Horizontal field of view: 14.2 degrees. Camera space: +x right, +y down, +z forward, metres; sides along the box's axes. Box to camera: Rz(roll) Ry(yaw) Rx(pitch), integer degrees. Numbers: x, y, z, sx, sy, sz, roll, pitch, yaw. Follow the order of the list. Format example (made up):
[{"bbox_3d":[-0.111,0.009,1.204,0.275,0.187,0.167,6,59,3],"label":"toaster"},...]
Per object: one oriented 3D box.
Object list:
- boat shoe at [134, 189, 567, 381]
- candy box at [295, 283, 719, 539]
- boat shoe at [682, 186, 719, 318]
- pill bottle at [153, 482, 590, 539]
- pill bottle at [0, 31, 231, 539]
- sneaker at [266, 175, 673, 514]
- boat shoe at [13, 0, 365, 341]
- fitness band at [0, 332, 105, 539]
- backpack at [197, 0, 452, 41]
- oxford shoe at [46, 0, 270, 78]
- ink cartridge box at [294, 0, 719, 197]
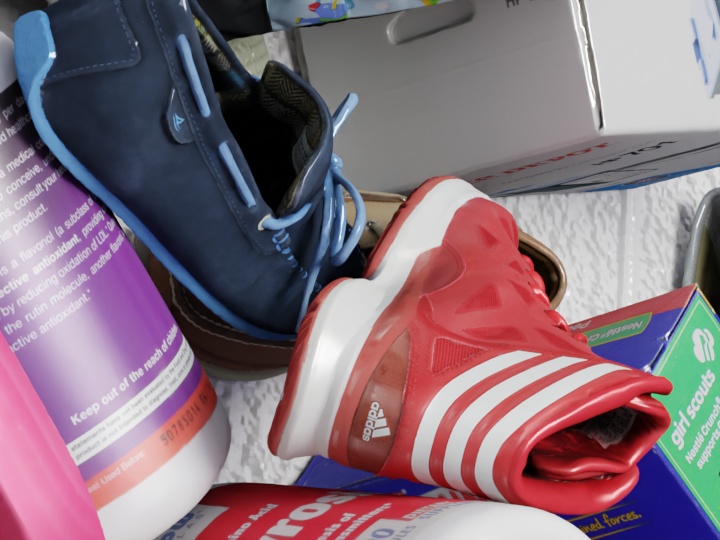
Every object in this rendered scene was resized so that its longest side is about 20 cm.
[{"bbox_3d":[0.000,0.000,1.084,0.200,0.072,0.076,-2,79,-47],"label":"boat shoe"},{"bbox_3d":[0.098,0.120,1.080,0.200,0.169,0.077,53,43,-22],"label":"candy box"},{"bbox_3d":[0.158,0.053,1.240,0.065,0.074,0.202,39,48,-25],"label":"boat shoe"},{"bbox_3d":[-0.016,0.125,0.924,0.112,0.200,0.113,1,89,-41],"label":"pill bottle"},{"bbox_3d":[-0.131,0.001,0.914,0.112,0.112,0.200,-42,109,-45],"label":"pill bottle"},{"bbox_3d":[0.050,0.035,0.958,0.200,0.115,0.078,-48,157,-63],"label":"sneaker"},{"bbox_3d":[-0.036,-0.031,0.937,0.200,0.069,0.084,36,32,-61],"label":"boat shoe"},{"bbox_3d":[-0.151,0.050,0.855,0.037,0.143,0.200,-44,111,-46],"label":"fitness band"},{"bbox_3d":[0.040,-0.165,1.009,0.163,0.200,0.154,-82,175,-52],"label":"backpack"},{"bbox_3d":[-0.091,-0.111,1.039,0.200,0.058,0.075,48,25,-45],"label":"oxford shoe"},{"bbox_3d":[0.096,-0.081,1.156,0.200,0.146,0.086,-7,85,-47],"label":"ink cartridge box"}]
